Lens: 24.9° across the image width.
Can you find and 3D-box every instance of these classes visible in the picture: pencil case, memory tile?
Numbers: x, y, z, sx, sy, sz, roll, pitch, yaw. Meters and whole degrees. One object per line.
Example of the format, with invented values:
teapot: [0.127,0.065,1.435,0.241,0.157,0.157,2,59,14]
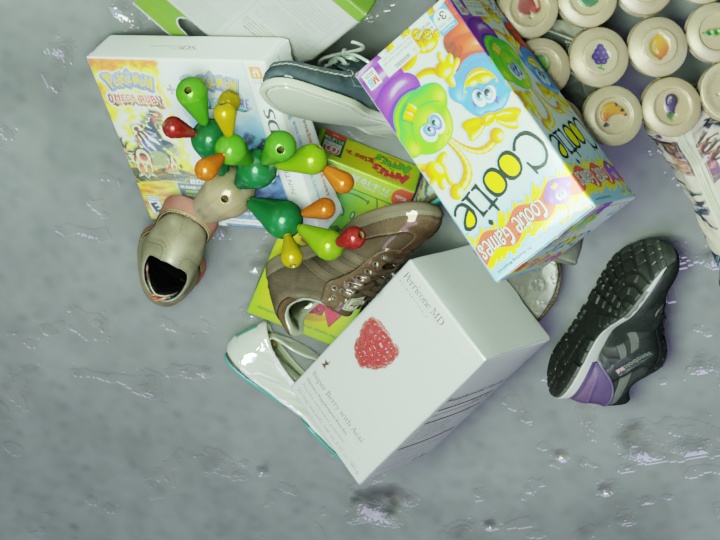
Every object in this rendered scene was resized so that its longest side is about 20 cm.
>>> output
pencil case: [0.316,-0.072,1.421,0.078,0.089,0.200,-20,118,23]
memory tile: [0.220,-0.180,1.335,0.200,0.017,0.154,-12,92,-4]

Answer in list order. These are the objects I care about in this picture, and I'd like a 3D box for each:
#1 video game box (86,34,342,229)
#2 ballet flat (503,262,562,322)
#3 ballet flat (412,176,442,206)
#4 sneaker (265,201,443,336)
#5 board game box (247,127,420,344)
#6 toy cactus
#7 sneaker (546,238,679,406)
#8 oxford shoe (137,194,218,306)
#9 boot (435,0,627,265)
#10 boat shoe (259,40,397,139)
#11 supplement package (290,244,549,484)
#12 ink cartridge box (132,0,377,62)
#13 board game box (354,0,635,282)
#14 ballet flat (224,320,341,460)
video game box: [-0.130,-0.122,1.458,0.200,0.047,0.182,5,128,32]
ballet flat: [0.138,0.055,1.575,0.067,0.046,0.200,42,122,22]
ballet flat: [0.123,-0.125,1.443,0.200,0.069,0.071,-29,90,19]
sneaker: [0.000,0.000,1.464,0.200,0.076,0.070,-24,161,38]
board game box: [-0.027,-0.027,1.543,0.101,0.048,0.200,21,125,-4]
toy cactus: [-0.099,-0.070,1.392,0.200,0.102,0.165,38,149,-14]
sneaker: [0.260,0.051,1.540,0.087,0.076,0.200,16,131,-18]
oxford shoe: [-0.187,-0.001,1.539,0.070,0.075,0.200,24,154,-1]
boot: [0.124,-0.120,1.374,0.182,0.073,0.200,18,96,10]
boat shoe: [-0.003,-0.155,1.385,0.200,0.062,0.075,10,173,-39]
supplement package: [0.054,0.087,1.536,0.121,0.120,0.200,53,124,17]
ink cartridge box: [-0.086,-0.247,1.392,0.148,0.076,0.200,39,147,-16]
board game box: [0.107,-0.106,1.283,0.103,0.105,0.200,-39,79,25]
ballet flat: [-0.048,0.124,1.648,0.200,0.069,0.069,42,122,-17]
